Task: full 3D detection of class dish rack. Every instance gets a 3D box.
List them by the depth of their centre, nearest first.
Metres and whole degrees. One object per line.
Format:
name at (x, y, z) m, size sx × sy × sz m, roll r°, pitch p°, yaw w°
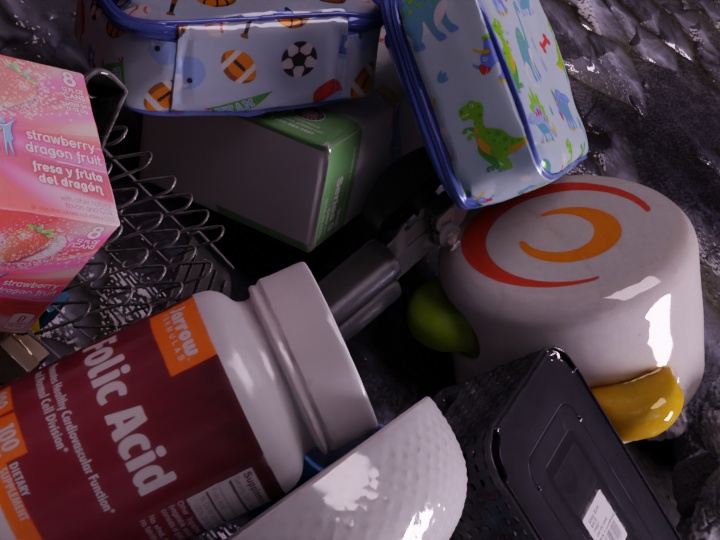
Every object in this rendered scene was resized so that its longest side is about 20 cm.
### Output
dish rack at (-0.134, 0.002, 0.910) m, size 0.200 × 0.054 × 0.155 m, roll 48°, pitch 46°, yaw -37°

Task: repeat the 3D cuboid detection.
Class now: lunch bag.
lunch bag at (-0.092, -0.166, 1.018) m, size 0.197 × 0.076 × 0.161 m, roll -2°, pitch 33°, yaw -21°
lunch bag at (0.085, -0.130, 1.034) m, size 0.163 × 0.082 × 0.200 m, roll 70°, pitch 19°, yaw -4°

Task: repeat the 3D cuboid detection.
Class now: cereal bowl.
cereal bowl at (-0.022, 0.155, 0.813) m, size 0.084 × 0.200 × 0.199 m, roll 56°, pitch 39°, yaw 5°

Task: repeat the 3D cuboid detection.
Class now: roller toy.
roller toy at (0.151, 0.033, 1.091) m, size 0.198 × 0.141 × 0.182 m, roll 11°, pitch 37°, yaw 32°

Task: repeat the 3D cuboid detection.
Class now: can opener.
can opener at (0.000, 0.000, 1.037) m, size 0.066 × 0.053 × 0.200 m, roll 35°, pitch 66°, yaw 24°

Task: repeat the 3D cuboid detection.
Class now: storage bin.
storage bin at (0.116, 0.168, 0.975) m, size 0.201 × 0.093 × 0.135 m, roll 57°, pitch 37°, yaw -10°

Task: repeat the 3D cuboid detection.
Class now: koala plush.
koala plush at (0.289, 0.145, 1.172) m, size 0.175 × 0.185 × 0.201 m, roll 15°, pitch 24°, yaw -16°

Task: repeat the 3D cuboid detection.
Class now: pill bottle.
pill bottle at (-0.098, 0.081, 0.803) m, size 0.198 × 0.114 × 0.115 m, roll -26°, pitch 67°, yaw -4°

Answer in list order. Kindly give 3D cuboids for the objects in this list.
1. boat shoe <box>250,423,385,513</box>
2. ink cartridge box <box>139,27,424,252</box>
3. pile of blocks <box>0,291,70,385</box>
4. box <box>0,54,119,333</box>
boat shoe at (-0.050, 0.108, 0.948) m, size 0.199 × 0.084 × 0.069 m, roll 29°, pitch 36°, yaw -45°
ink cartridge box at (-0.040, -0.109, 1.094) m, size 0.144 × 0.088 × 0.200 m, roll 23°, pitch 34°, yaw 19°
pile of blocks at (-0.203, -0.028, 0.934) m, size 0.081 × 0.062 × 0.202 m, roll 7°, pitch 51°, yaw -38°
box at (-0.224, -0.044, 0.706) m, size 0.198 × 0.103 × 0.096 m, roll 8°, pitch 52°, yaw -40°
